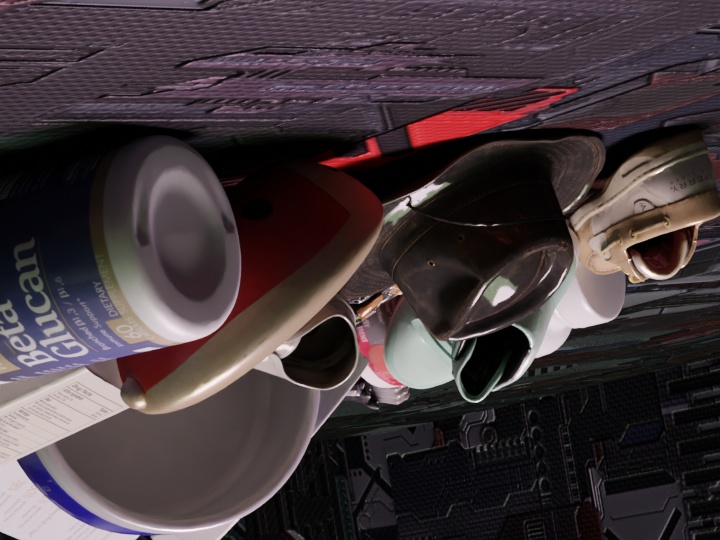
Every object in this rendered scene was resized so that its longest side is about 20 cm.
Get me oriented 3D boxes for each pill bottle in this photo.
[{"bbox_3d":[0.088,0.016,1.869,0.200,0.111,0.111,-14,172,32],"label":"pill bottle"},{"bbox_3d":[-0.174,0.001,1.388,0.200,0.111,0.111,-14,172,30],"label":"pill bottle"}]

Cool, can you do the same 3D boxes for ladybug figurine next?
[{"bbox_3d":[-0.071,0.004,1.467,0.200,0.072,0.136,-46,-162,-31],"label":"ladybug figurine"}]

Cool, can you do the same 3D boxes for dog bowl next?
[{"bbox_3d":[-0.130,0.070,1.646,0.200,0.201,0.079,-6,175,-25],"label":"dog bowl"}]

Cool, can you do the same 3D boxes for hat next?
[{"bbox_3d":[0.076,-0.007,1.606,0.200,0.081,0.201,-21,162,-7],"label":"hat"}]

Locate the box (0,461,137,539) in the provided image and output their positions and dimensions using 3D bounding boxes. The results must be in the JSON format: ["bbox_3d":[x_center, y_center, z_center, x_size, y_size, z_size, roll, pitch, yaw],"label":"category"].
[{"bbox_3d":[-0.245,0.123,1.894,0.200,0.098,0.124,26,137,-22],"label":"box"}]

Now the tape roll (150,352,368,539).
[{"bbox_3d":[-0.071,0.126,1.830,0.203,0.037,0.203,-48,-178,2],"label":"tape roll"}]

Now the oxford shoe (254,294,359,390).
[{"bbox_3d":[-0.074,0.027,1.570,0.200,0.058,0.075,20,116,-38],"label":"oxford shoe"}]

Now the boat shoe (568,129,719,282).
[{"bbox_3d":[0.189,-0.026,1.699,0.074,0.069,0.200,-20,166,-14],"label":"boat shoe"}]

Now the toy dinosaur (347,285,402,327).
[{"bbox_3d":[0.000,0.000,1.738,0.135,0.102,0.200,-28,147,12],"label":"toy dinosaur"}]

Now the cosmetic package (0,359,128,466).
[{"bbox_3d":[-0.244,0.079,1.522,0.200,0.073,0.104,-25,161,7],"label":"cosmetic package"}]

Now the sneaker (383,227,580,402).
[{"bbox_3d":[0.063,0.050,1.749,0.200,0.074,0.118,-42,-165,46],"label":"sneaker"}]

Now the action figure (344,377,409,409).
[{"bbox_3d":[-0.006,0.049,2.016,0.102,0.119,0.200,-11,-175,43],"label":"action figure"}]
